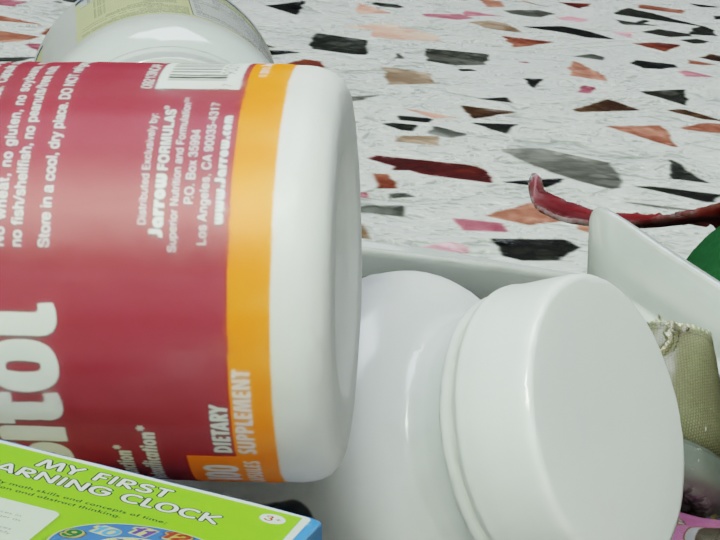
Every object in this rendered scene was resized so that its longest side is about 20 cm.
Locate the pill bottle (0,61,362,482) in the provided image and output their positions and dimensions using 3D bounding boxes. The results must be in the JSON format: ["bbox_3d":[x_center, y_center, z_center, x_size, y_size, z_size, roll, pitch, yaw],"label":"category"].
[{"bbox_3d":[-0.102,0.000,0.669,0.198,0.114,0.113,1,15,5],"label":"pill bottle"}]

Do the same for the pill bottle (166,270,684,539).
[{"bbox_3d":[-0.006,0.065,0.771,0.199,0.120,0.119,-13,2,35],"label":"pill bottle"}]

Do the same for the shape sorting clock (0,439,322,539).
[{"bbox_3d":[-0.091,0.075,0.544,0.198,0.040,0.200,8,15,-2],"label":"shape sorting clock"}]

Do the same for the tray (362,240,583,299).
[{"bbox_3d":[0.000,0.000,0.884,0.107,0.022,0.200,6,2,-17],"label":"tray"}]

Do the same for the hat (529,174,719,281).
[{"bbox_3d":[0.130,0.003,0.965,0.175,0.167,0.200,13,-26,11],"label":"hat"}]

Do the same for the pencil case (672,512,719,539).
[{"bbox_3d":[0.152,0.127,0.797,0.199,0.083,0.086,8,9,13],"label":"pencil case"}]

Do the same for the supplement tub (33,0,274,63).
[{"bbox_3d":[-0.106,-0.073,1.311,0.144,0.146,0.200,3,16,-8],"label":"supplement tub"}]

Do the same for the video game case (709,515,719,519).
[{"bbox_3d":[0.088,0.099,0.985,0.199,0.026,0.181,-2,17,-25],"label":"video game case"}]

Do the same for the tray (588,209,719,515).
[{"bbox_3d":[0.149,0.067,0.881,0.022,0.108,0.200,-34,53,-30],"label":"tray"}]

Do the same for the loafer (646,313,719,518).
[{"bbox_3d":[0.057,0.048,0.892,0.199,0.070,0.075,2,-24,45],"label":"loafer"}]
